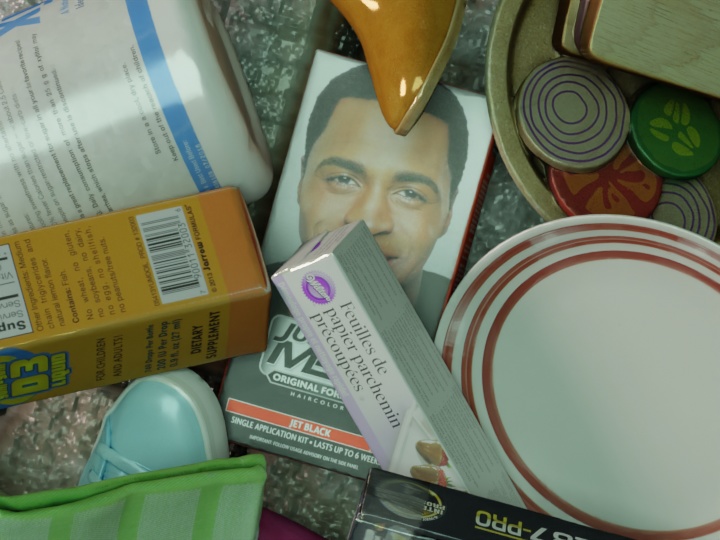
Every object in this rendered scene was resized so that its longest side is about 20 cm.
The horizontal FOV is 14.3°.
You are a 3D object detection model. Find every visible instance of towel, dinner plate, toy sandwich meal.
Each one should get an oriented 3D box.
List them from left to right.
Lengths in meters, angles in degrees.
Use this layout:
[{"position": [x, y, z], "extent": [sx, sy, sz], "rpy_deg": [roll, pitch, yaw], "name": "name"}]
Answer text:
[{"position": [-0.118, 0.184, 1.376], "extent": [0.149, 0.031, 0.200], "rpy_deg": [-10, 126, -29], "name": "towel"}, {"position": [0.130, 0.062, 1.363], "extent": [0.200, 0.024, 0.201], "rpy_deg": [10, 120, 18], "name": "dinner plate"}, {"position": [0.156, -0.100, 1.397], "extent": [0.205, 0.070, 0.206], "rpy_deg": [1, 85, -17], "name": "toy sandwich meal"}]

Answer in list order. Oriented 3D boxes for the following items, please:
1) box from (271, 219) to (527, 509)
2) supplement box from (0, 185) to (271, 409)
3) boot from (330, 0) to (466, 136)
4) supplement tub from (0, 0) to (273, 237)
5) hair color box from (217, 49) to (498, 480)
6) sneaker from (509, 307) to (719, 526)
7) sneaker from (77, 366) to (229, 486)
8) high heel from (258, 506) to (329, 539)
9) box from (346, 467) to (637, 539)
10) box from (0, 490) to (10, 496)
[{"position": [0.027, 0.073, 1.377], "extent": [0.039, 0.041, 0.200], "rpy_deg": [-21, 106, 32], "name": "box"}, {"position": [-0.146, 0.020, 1.366], "extent": [0.199, 0.067, 0.069], "rpy_deg": [-11, 62, -11], "name": "supplement box"}, {"position": [-0.024, -0.158, 1.385], "extent": [0.144, 0.201, 0.071], "rpy_deg": [22, 130, -16], "name": "boot"}, {"position": [-0.155, -0.063, 1.421], "extent": [0.200, 0.132, 0.132], "rpy_deg": [-20, 86, 4], "name": "supplement tub"}, {"position": [0.000, 0.000, 1.439], "extent": [0.101, 0.061, 0.201], "rpy_deg": [15, 89, 7], "name": "hair color box"}, {"position": [0.127, 0.073, 1.427], "extent": [0.200, 0.071, 0.083], "rpy_deg": [43, 126, -3], "name": "sneaker"}, {"position": [-0.122, 0.144, 1.407], "extent": [0.074, 0.082, 0.200], "rpy_deg": [22, 109, 12], "name": "sneaker"}, {"position": [0.031, 0.161, 1.422], "extent": [0.200, 0.067, 0.096], "rpy_deg": [42, 102, 1], "name": "high heel"}, {"position": [0.054, 0.204, 1.375], "extent": [0.161, 0.049, 0.200], "rpy_deg": [17, 119, 1], "name": "box"}, {"position": [-0.275, 0.112, 1.368], "extent": [0.200, 0.176, 0.097], "rpy_deg": [26, 90, 36], "name": "box"}]
